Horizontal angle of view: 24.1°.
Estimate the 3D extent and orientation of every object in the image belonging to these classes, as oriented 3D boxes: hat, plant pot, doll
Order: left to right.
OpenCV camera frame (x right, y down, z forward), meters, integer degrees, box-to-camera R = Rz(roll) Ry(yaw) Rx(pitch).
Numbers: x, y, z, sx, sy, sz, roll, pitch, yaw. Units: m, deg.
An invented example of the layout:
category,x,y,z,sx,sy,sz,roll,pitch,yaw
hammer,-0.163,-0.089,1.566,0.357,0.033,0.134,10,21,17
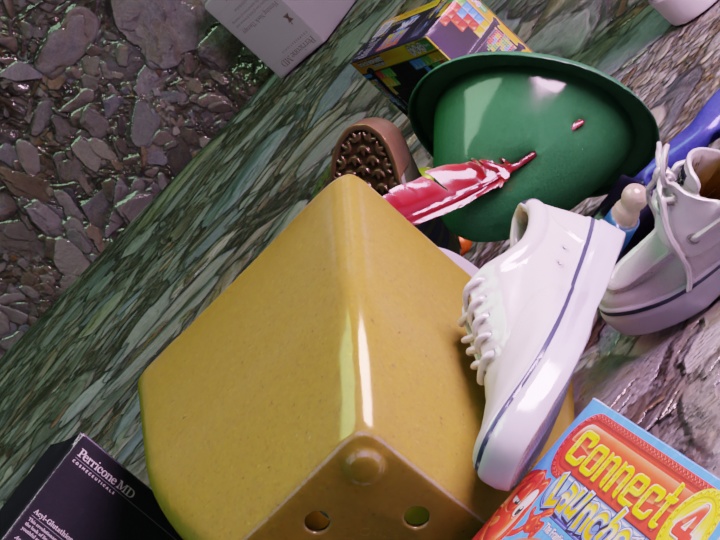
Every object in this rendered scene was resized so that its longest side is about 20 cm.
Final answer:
category,x,y,z,sx,sy,sz,roll,pitch,yaw
plant pot,0.001,0.107,0.940,0.194,0.195,0.200,-44,21,17
hat,0.089,-0.030,1.123,0.166,0.199,0.177,79,-158,-57
doll,0.176,-0.039,1.048,0.200,0.048,0.136,-50,-9,4

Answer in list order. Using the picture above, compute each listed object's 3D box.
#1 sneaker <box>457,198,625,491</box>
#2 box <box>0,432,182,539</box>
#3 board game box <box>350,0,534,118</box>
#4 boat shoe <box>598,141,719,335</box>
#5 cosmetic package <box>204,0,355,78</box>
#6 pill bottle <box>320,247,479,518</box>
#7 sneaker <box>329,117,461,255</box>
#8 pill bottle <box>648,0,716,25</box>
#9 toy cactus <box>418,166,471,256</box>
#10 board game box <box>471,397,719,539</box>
category,x,y,z,sx,sy,sz,roll,pitch,yaw
sneaker,0.083,0.036,0.895,0.200,0.071,0.073,-61,-11,-49
box,-0.148,0.220,1.048,0.141,0.200,0.079,-53,14,-23
board game box,0.093,-0.143,1.381,0.057,0.165,0.200,-49,13,-11
boat shoe,0.191,-0.042,0.932,0.202,0.086,0.075,-37,24,37
cosmetic package,-0.141,-0.503,3.112,0.167,0.200,0.167,-32,20,51
pill bottle,0.009,0.085,1.118,0.200,0.113,0.113,-41,15,27
sneaker,0.032,-0.027,1.250,0.067,0.201,0.090,7,27,33
pill bottle,0.213,-0.296,1.349,0.114,0.200,0.114,-45,13,14
toy cactus,0.000,0.000,1.324,0.200,0.102,0.165,-57,-31,8
board game box,0.089,0.166,0.746,0.196,0.056,0.200,-49,13,-2
